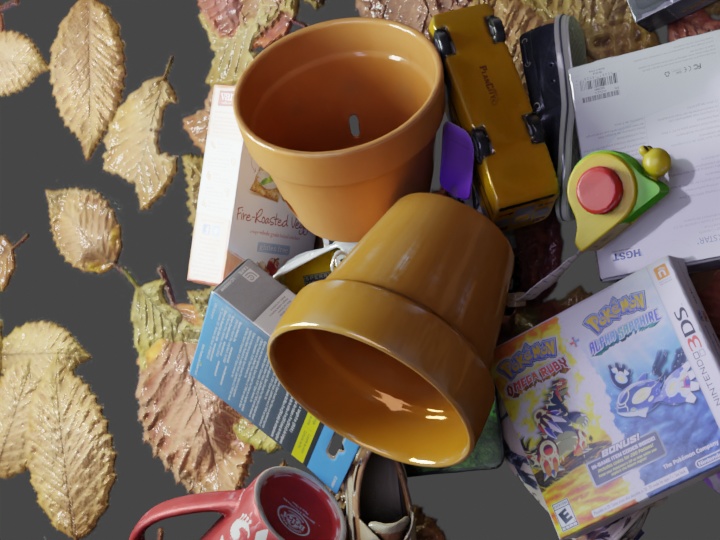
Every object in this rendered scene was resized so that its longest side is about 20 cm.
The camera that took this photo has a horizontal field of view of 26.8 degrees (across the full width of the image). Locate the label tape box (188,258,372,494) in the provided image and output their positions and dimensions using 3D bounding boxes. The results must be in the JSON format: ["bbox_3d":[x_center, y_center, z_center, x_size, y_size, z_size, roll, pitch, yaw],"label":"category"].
[{"bbox_3d":[-0.066,0.105,1.482,0.199,0.063,0.145,37,142,11],"label":"label tape box"}]

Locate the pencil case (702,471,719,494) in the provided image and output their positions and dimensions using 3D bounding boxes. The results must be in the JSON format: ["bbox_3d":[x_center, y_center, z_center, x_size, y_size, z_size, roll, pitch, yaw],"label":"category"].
[{"bbox_3d":[0.376,0.123,1.316,0.199,0.084,0.086,-28,52,23],"label":"pencil case"}]

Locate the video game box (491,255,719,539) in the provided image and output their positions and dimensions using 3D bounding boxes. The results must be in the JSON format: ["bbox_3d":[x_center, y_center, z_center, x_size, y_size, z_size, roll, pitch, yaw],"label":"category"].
[{"bbox_3d":[0.229,0.113,1.325,0.199,0.047,0.184,-30,69,23],"label":"video game box"}]

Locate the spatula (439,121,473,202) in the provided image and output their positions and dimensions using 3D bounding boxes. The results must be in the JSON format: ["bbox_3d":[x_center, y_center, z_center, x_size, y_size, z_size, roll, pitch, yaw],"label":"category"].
[{"bbox_3d":[0.101,-0.038,1.408,0.056,0.020,0.202,35,142,56],"label":"spatula"}]

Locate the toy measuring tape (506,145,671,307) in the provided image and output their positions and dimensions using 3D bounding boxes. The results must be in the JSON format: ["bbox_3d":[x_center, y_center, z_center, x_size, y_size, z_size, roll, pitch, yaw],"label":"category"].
[{"bbox_3d":[0.193,-0.049,1.345,0.200,0.073,0.074,-41,70,26],"label":"toy measuring tape"}]

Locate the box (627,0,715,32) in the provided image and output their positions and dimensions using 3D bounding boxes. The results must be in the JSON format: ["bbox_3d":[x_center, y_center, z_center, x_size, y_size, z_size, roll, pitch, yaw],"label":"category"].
[{"bbox_3d":[0.297,-0.347,1.399,0.157,0.048,0.202,-25,75,26],"label":"box"}]

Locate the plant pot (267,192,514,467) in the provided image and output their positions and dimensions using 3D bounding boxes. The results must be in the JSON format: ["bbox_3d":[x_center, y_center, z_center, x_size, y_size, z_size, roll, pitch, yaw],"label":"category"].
[{"bbox_3d":[0.046,0.041,1.333,0.198,0.201,0.184,13,57,28],"label":"plant pot"}]

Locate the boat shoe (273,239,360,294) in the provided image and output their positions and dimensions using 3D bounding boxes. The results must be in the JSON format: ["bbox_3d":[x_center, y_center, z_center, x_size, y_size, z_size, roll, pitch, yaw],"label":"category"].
[{"bbox_3d":[-0.002,-0.005,1.456,0.200,0.086,0.076,-12,97,25],"label":"boat shoe"}]

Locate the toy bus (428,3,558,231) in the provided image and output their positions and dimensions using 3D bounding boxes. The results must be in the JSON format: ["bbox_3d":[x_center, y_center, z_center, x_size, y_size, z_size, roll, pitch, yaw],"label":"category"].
[{"bbox_3d":[0.120,-0.144,1.399,0.064,0.078,0.202,-15,69,-10],"label":"toy bus"}]

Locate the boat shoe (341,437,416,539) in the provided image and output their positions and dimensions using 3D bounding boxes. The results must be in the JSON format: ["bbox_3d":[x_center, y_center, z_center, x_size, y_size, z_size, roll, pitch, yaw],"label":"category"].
[{"bbox_3d":[0.021,0.255,1.480,0.075,0.072,0.203,-13,97,-10],"label":"boat shoe"}]

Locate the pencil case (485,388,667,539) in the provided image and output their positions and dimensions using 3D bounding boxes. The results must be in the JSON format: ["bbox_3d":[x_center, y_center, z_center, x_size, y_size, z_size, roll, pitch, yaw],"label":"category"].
[{"bbox_3d":[0.189,0.175,1.413,0.200,0.089,0.078,48,152,23],"label":"pencil case"}]

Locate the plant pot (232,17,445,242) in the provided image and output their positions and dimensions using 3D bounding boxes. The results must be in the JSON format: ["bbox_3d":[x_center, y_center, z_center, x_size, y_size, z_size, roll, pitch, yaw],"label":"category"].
[{"bbox_3d":[-0.010,-0.122,1.424,0.197,0.141,0.201,-8,43,7],"label":"plant pot"}]

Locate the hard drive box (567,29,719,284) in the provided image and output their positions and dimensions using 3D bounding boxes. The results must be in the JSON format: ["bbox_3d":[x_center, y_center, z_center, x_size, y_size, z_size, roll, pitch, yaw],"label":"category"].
[{"bbox_3d":[0.285,-0.099,1.376,0.154,0.077,0.203,-11,82,28],"label":"hard drive box"}]

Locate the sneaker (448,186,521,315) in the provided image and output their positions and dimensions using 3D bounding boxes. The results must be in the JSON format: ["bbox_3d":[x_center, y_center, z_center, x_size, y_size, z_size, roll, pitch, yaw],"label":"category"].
[{"bbox_3d":[0.112,-0.059,1.474,0.089,0.066,0.203,3,91,26],"label":"sneaker"}]

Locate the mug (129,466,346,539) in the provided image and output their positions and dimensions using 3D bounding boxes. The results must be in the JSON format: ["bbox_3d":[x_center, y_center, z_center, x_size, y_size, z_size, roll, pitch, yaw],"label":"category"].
[{"bbox_3d":[-0.126,0.294,1.500,0.200,0.176,0.134,-51,36,32],"label":"mug"}]

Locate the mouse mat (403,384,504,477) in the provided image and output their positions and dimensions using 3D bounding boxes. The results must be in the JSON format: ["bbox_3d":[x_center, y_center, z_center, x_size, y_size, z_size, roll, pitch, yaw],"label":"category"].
[{"bbox_3d":[0.068,0.118,1.474,0.199,0.007,0.163,-17,78,53],"label":"mouse mat"}]

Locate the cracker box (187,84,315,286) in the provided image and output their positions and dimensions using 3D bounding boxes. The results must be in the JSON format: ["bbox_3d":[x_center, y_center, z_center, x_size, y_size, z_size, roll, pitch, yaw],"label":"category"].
[{"bbox_3d":[-0.101,-0.081,1.550,0.057,0.133,0.203,8,91,39],"label":"cracker box"}]

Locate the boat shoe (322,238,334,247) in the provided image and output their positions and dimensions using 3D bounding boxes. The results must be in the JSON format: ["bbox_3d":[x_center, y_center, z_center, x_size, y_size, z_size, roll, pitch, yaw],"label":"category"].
[{"bbox_3d":[-0.008,-0.054,1.537,0.065,0.074,0.202,-12,82,25],"label":"boat shoe"}]

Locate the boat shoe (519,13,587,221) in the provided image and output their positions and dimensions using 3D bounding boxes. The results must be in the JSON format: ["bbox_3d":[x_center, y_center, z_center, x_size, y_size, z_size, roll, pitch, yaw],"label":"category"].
[{"bbox_3d":[0.184,-0.143,1.437,0.062,0.074,0.203,-9,77,26],"label":"boat shoe"}]
